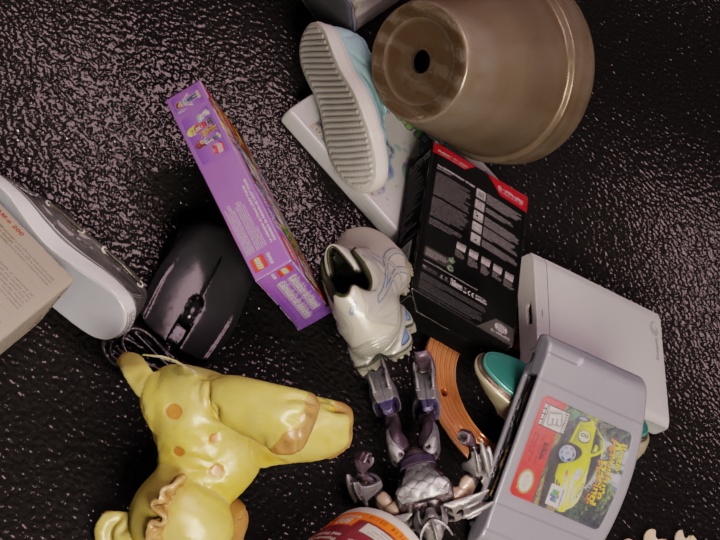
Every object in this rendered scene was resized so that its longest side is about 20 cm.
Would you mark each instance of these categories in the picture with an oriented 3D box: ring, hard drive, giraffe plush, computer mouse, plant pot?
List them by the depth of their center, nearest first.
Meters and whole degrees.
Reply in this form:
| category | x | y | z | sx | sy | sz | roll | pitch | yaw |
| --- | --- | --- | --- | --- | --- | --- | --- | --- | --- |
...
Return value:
| category | x | y | z | sx | sy | sz | roll | pitch | yaw |
| --- | --- | --- | --- | --- | --- | --- | --- | --- | --- |
| giraffe plush | -0.119 | 0.162 | 1.402 | 0.199 | 0.172 | 0.164 | 19 | 82 | -45 |
| computer mouse | -0.137 | 0.024 | 1.561 | 0.138 | 0.053 | 0.201 | 30 | 44 | -16 |
| ring | 0.141 | 0.127 | 1.732 | 0.199 | 0.019 | 0.202 | 22 | 47 | -26 |
| plant pot | 0.106 | -0.206 | 1.773 | 0.173 | 0.200 | 0.201 | -4 | 60 | -52 |
| hard drive | 0.236 | 0.076 | 1.806 | 0.199 | 0.027 | 0.133 | 24 | 54 | -37 |

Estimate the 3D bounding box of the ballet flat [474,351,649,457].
| category | x | y | z | sx | sy | sz | roll | pitch | yaw |
| --- | --- | --- | --- | --- | --- | --- | --- | --- | --- |
| ballet flat | 0.181 | 0.141 | 1.692 | 0.199 | 0.070 | 0.070 | 24 | 46 | -17 |

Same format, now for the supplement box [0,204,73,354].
| category | x | y | z | sx | sy | sz | roll | pitch | yaw |
| --- | --- | --- | --- | --- | --- | --- | --- | --- | --- |
| supplement box | -0.335 | 0.028 | 1.382 | 0.126 | 0.074 | 0.200 | 46 | 42 | 0 |

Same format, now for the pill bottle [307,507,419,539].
| category | x | y | z | sx | sy | sz | roll | pitch | yaw |
| --- | --- | --- | --- | --- | --- | --- | --- | --- | --- |
| pill bottle | -0.036 | 0.279 | 1.399 | 0.115 | 0.114 | 0.199 | 51 | 42 | 7 |

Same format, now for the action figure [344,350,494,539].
| category | x | y | z | sx | sy | sz | roll | pitch | yaw |
| --- | --- | --- | --- | --- | --- | --- | --- | --- | --- |
| action figure | 0.047 | 0.160 | 1.578 | 0.129 | 0.070 | 0.201 | -7 | 47 | -6 |

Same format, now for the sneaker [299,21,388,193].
| category | x | y | z | sx | sy | sz | roll | pitch | yaw |
| --- | --- | --- | --- | --- | --- | --- | --- | --- | --- |
| sneaker | 0.006 | -0.165 | 1.776 | 0.081 | 0.074 | 0.202 | 2 | 58 | -33 |

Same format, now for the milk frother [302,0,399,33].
| category | x | y | z | sx | sy | sz | roll | pitch | yaw |
| --- | --- | --- | --- | --- | --- | --- | --- | --- | --- |
| milk frother | 0.034 | -0.309 | 1.907 | 0.187 | 0.180 | 0.201 | -36 | 112 | -16 |

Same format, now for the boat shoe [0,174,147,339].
| category | x | y | z | sx | sy | sz | roll | pitch | yaw |
| --- | --- | --- | --- | --- | --- | --- | --- | --- | --- |
| boat shoe | -0.259 | -0.025 | 1.488 | 0.199 | 0.070 | 0.066 | 37 | 30 | 3 |

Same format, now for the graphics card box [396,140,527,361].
| category | x | y | z | sx | sy | sz | roll | pitch | yaw |
| --- | --- | --- | --- | --- | --- | --- | --- | --- | --- |
| graphics card box | 0.098 | -0.017 | 1.754 | 0.125 | 0.051 | 0.201 | 29 | 45 | -22 |

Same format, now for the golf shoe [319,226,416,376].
| category | x | y | z | sx | sy | sz | roll | pitch | yaw |
| --- | --- | --- | --- | --- | --- | --- | --- | --- | --- |
| golf shoe | 0.000 | 0.000 | 1.625 | 0.098 | 0.078 | 0.201 | 58 | 9 | -31 |

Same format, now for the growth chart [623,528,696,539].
| category | x | y | z | sx | sy | sz | roll | pitch | yaw |
| --- | --- | --- | --- | --- | --- | --- | --- | --- | --- |
| growth chart | 0.344 | 0.323 | 1.744 | 0.198 | 0.018 | 0.146 | 10 | 52 | -33 |

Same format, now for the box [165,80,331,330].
| category | x | y | z | sx | sy | sz | roll | pitch | yaw |
| --- | --- | --- | --- | --- | --- | --- | --- | --- | --- |
| box | -0.098 | -0.057 | 1.597 | 0.201 | 0.039 | 0.137 | 62 | 4 | 24 |

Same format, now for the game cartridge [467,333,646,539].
| category | x | y | z | sx | sy | sz | roll | pitch | yaw |
| --- | --- | --- | --- | --- | --- | --- | --- | --- | --- |
| game cartridge | 0.187 | 0.175 | 1.638 | 0.132 | 0.041 | 0.202 | 23 | 83 | -27 |

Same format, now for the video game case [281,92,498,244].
| category | x | y | z | sx | sy | sz | roll | pitch | yaw |
| --- | --- | --- | --- | --- | --- | --- | --- | --- | --- |
| video game case | 0.036 | -0.120 | 1.836 | 0.200 | 0.024 | 0.182 | 48 | 42 | 2 |
